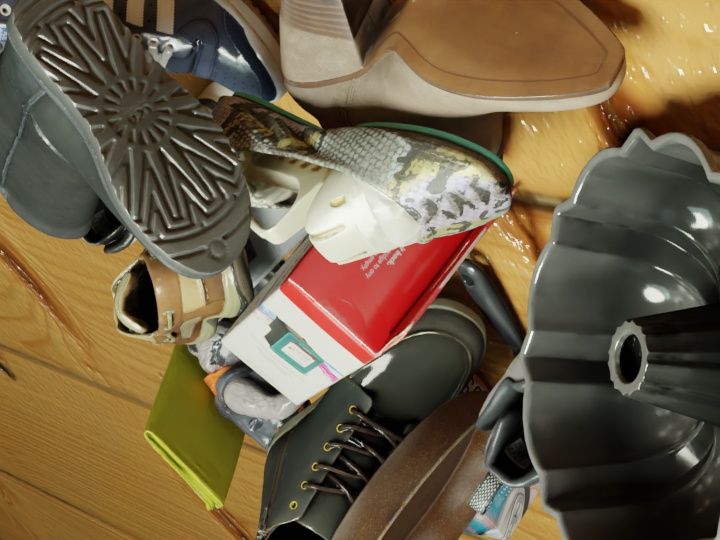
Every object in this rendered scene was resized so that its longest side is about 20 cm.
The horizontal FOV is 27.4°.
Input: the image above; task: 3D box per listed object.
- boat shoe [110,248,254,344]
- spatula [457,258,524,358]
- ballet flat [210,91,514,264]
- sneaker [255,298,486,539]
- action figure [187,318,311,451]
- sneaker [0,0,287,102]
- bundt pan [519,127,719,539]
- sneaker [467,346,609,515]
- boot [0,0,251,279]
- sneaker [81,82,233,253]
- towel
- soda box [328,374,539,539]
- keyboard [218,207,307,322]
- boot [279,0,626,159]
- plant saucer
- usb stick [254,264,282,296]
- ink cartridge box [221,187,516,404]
[{"bbox_3d":[-0.134,0.013,1.002,0.200,0.074,0.076,-34,72,67],"label":"boat shoe"},{"bbox_3d":[0.099,0.059,0.940,0.056,0.021,0.200,21,149,43],"label":"spatula"},{"bbox_3d":[-0.013,-0.038,0.720,0.200,0.072,0.072,18,150,44],"label":"ballet flat"},{"bbox_3d":[0.007,0.109,0.917,0.075,0.106,0.200,33,124,-15],"label":"sneaker"},{"bbox_3d":[-0.054,0.109,1.065,0.194,0.105,0.200,47,-179,14],"label":"action figure"},{"bbox_3d":[-0.140,-0.136,0.816,0.200,0.109,0.070,40,157,-4],"label":"sneaker"},{"bbox_3d":[0.150,0.041,0.655,0.075,0.203,0.202,5,166,-20],"label":"bundt pan"},{"bbox_3d":[0.103,0.086,0.832,0.078,0.140,0.200,28,154,20],"label":"sneaker"},{"bbox_3d":[-0.142,-0.048,0.783,0.165,0.066,0.200,58,151,0],"label":"boot"},{"bbox_3d":[-0.145,-0.053,0.949,0.076,0.115,0.200,58,152,1],"label":"sneaker"},{"bbox_3d":[-0.117,0.088,1.124,0.018,0.200,0.086,-31,114,24],"label":"towel"},{"bbox_3d":[0.046,0.096,1.023,0.063,0.068,0.200,-2,134,54],"label":"soda box"},{"bbox_3d":[-0.078,-0.019,0.999,0.056,0.011,0.200,61,148,8],"label":"keyboard"},{"bbox_3d":[0.046,-0.084,0.715,0.200,0.070,0.146,25,160,29],"label":"boot"},{"bbox_3d":[0.033,0.149,0.916,0.034,0.200,0.200,37,157,18],"label":"plant saucer"},{"bbox_3d":[-0.119,-0.021,1.094,0.200,0.033,0.056,33,149,11],"label":"usb stick"},{"bbox_3d":[0.000,0.000,0.856,0.067,0.116,0.200,41,156,-5],"label":"ink cartridge box"}]
